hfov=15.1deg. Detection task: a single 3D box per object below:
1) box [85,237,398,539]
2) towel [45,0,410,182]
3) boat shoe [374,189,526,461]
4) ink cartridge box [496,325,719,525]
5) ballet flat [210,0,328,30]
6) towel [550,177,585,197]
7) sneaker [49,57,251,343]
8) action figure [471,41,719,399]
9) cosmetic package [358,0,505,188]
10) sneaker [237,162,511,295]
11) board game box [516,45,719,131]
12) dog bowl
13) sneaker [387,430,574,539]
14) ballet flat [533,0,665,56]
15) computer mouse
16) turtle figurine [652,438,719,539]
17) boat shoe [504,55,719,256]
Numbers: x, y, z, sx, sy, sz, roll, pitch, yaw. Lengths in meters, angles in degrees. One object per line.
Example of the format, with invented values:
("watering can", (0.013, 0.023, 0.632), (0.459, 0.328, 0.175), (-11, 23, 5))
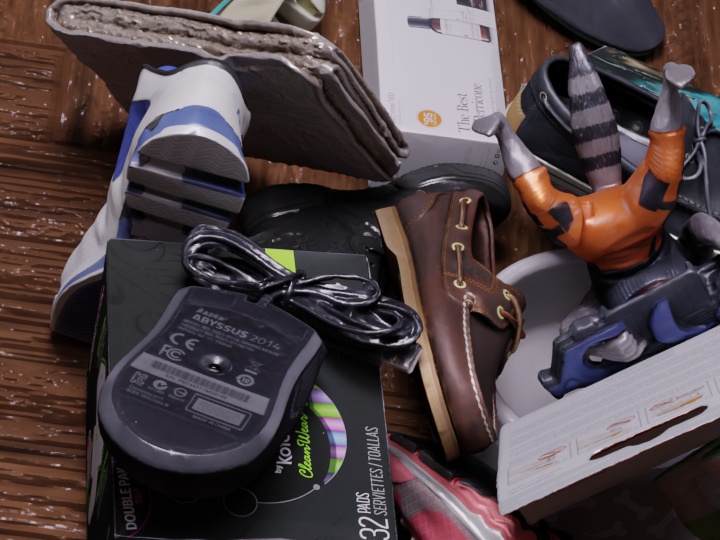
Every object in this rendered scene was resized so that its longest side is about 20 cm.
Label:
("box", (-0.067, 0.099, 1.424), (0.147, 0.125, 0.201), (3, 48, -11))
("towel", (-0.076, -0.104, 1.576), (0.199, 0.133, 0.035), (11, 67, 32))
("boat shoe", (0.055, 0.021, 1.468), (0.070, 0.071, 0.201), (-12, 41, 1))
("ink cartridge box", (0.148, 0.083, 1.347), (0.159, 0.048, 0.200), (-25, 7, 7))
("ballet flat", (-0.060, -0.162, 1.724), (0.069, 0.070, 0.200), (25, 49, 11))
("towel", (0.208, -0.029, 1.619), (0.190, 0.032, 0.200), (25, 17, 10))
("sneaker", (-0.103, -0.046, 1.503), (0.080, 0.200, 0.116), (21, 46, -10))
("action figure", (0.170, -0.027, 1.459), (0.199, 0.194, 0.105), (-21, 31, 2))
("cosmetic package", (0.044, -0.127, 1.700), (0.082, 0.051, 0.201), (5, 39, -7))
("sneaker", (0.000, -0.002, 1.584), (0.198, 0.060, 0.105), (-5, 49, -12))
("board game box", (0.180, -0.089, 1.663), (0.135, 0.028, 0.200), (26, 18, 12))
("dog bowl", (0.140, 0.069, 1.542), (0.198, 0.059, 0.201), (6, 45, -7))
("sneaker", (0.058, 0.157, 1.430), (0.200, 0.087, 0.074), (38, 10, 34))
("ballet flat", (0.124, -0.219, 1.809), (0.200, 0.073, 0.073), (38, 50, 21))
("computer mouse", (-0.064, 0.059, 1.346), (0.138, 0.053, 0.200), (23, 35, 13))
("turtle figurine", (0.256, 0.160, 1.415), (0.195, 0.199, 0.144), (58, 11, 2))
("boat shoe", (0.175, -0.061, 1.515), (0.199, 0.062, 0.075), (26, 46, 8))
